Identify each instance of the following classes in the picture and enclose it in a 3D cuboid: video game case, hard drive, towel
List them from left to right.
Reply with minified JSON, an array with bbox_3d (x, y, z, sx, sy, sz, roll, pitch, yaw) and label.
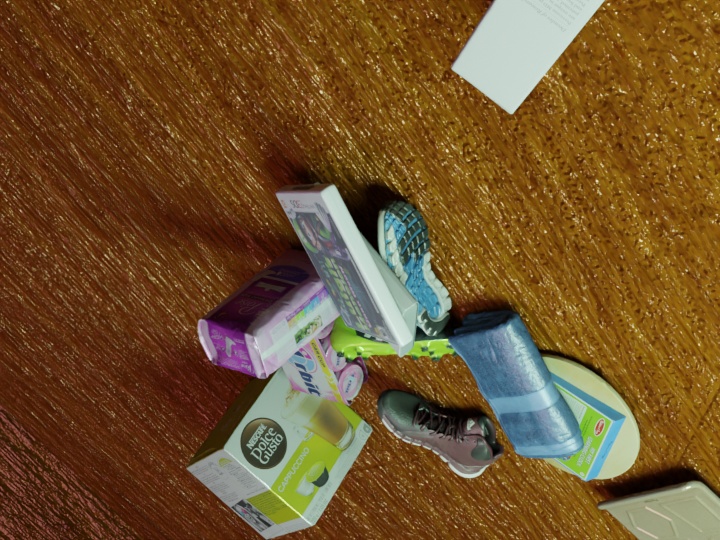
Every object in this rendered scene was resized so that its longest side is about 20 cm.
[{"bbox_3d":[-0.024,-0.010,1.093,0.202,0.023,0.181,62,164,-14],"label":"video game case"},{"bbox_3d":[0.000,0.000,1.130,0.201,0.026,0.133,52,163,23],"label":"hard drive"},{"bbox_3d":[0.196,0.147,1.148,0.111,0.048,0.202,-14,109,53],"label":"towel"}]

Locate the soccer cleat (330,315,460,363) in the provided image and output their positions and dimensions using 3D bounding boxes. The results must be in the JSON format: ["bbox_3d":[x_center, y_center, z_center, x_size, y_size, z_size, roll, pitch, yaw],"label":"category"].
[{"bbox_3d":[0.052,0.077,1.225,0.196,0.083,0.068,-3,158,18],"label":"soccer cleat"}]

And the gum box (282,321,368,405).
[{"bbox_3d":[-0.071,0.111,1.376,0.112,0.066,0.202,12,140,35],"label":"gum box"}]

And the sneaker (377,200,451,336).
[{"bbox_3d":[0.044,-0.003,1.133,0.086,0.075,0.202,18,141,38],"label":"sneaker"}]

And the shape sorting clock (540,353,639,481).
[{"bbox_3d":[0.266,0.188,1.183,0.198,0.039,0.203,30,140,28],"label":"shape sorting clock"}]

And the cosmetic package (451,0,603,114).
[{"bbox_3d":[0.158,-0.230,0.725,0.071,0.102,0.200,36,147,-1],"label":"cosmetic package"}]

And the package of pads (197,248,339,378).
[{"bbox_3d":[-0.108,0.051,1.213,0.119,0.199,0.077,9,127,40],"label":"package of pads"}]

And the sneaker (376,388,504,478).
[{"bbox_3d":[0.127,0.219,1.332,0.198,0.076,0.115,33,143,-13],"label":"sneaker"}]

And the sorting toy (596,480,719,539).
[{"bbox_3d":[0.444,0.346,1.220,0.199,0.037,0.185,38,147,-9],"label":"sorting toy"}]

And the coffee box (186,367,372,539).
[{"bbox_3d":[-0.140,0.300,1.547,0.197,0.201,0.200,42,147,-8],"label":"coffee box"}]
